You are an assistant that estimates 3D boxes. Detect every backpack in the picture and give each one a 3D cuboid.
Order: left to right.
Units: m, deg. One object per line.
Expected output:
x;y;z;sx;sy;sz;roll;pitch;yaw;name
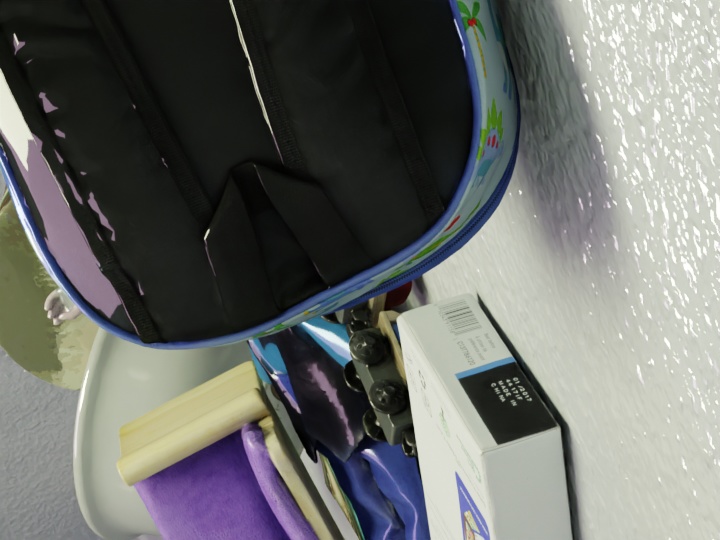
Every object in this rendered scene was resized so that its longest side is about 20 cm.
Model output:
-0.039;-0.080;0.759;0.147;0.182;0.201;0;-113;-78;backpack

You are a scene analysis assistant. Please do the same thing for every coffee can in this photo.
-0.173;-0.019;1.466;0.200;0.146;0.147;-107;2;-75;coffee can

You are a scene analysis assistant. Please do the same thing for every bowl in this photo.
-0.084;0.077;1.322;0.201;0.090;0.202;15;-90;-71;bowl

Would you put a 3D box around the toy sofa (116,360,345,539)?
-0.044;0.157;1.128;0.200;0.083;0.098;63;-178;-20;toy sofa

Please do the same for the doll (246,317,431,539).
-0.011;0.064;1.064;0.201;0.048;0.136;62;154;-4;doll

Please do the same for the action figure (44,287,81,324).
-0.106;-0.048;1.207;0.134;0.149;0.200;3;134;37;action figure

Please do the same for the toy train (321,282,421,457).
0.000;0.000;1.013;0.034;0.046;0.200;99;155;-52;toy train

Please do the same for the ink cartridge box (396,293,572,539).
0.058;0.118;0.931;0.100;0.039;0.201;-122;19;-51;ink cartridge box

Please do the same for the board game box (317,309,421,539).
-0.004;0.068;1.180;0.135;0.028;0.201;-126;21;-56;board game box
